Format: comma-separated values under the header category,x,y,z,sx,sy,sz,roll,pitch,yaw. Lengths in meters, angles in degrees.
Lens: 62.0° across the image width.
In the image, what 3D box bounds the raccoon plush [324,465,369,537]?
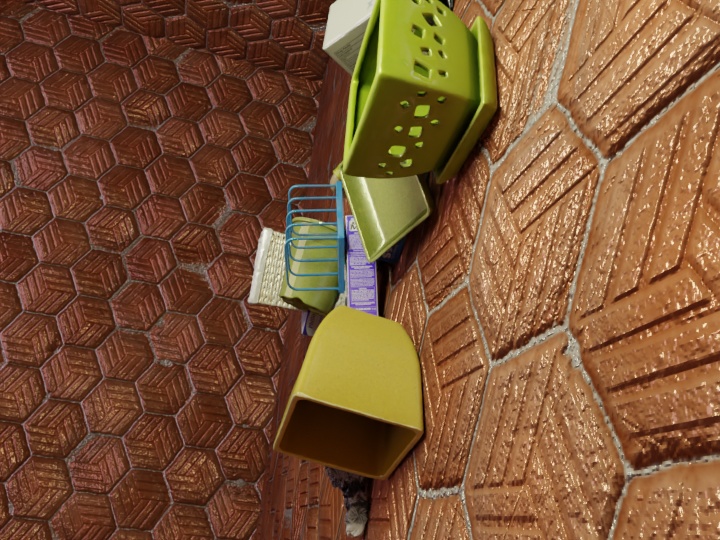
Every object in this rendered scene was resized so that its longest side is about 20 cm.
category,x,y,z,sx,sy,sz,roll,pitch,yaw
raccoon plush,-0.031,0.371,1.107,0.134,0.094,0.206,114,164,-76

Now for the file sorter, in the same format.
category,x,y,z,sx,sy,sz,roll,pitch,yaw
file sorter,-0.093,-0.070,1.246,0.202,0.119,0.141,-95,4,-50

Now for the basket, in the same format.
category,x,y,z,sx,sy,sz,roll,pitch,yaw
basket,-0.212,0.003,1.626,0.198,0.157,0.206,168,112,-78

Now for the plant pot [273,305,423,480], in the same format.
category,x,y,z,sx,sy,sz,roll,pitch,yaw
plant pot,-0.013,0.178,0.947,0.196,0.191,0.203,114,169,-48

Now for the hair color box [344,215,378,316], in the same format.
category,x,y,z,sx,sy,sz,roll,pitch,yaw
hair color box,0.000,0.000,1.210,0.109,0.063,0.206,107,162,-81

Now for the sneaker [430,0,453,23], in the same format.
category,x,y,z,sx,sy,sz,roll,pitch,yaw
sneaker,0.133,-0.481,1.124,0.104,0.058,0.205,-107,33,-76

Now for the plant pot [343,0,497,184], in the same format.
category,x,y,z,sx,sy,sz,roll,pitch,yaw
plant pot,0.085,-0.253,0.854,0.201,0.177,0.203,119,158,-56

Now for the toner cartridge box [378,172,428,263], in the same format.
category,x,y,z,sx,sy,sz,roll,pitch,yaw
toner cartridge box,0.074,-0.125,1.134,0.096,0.042,0.203,-97,21,-55

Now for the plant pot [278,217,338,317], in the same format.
category,x,y,z,sx,sy,sz,roll,pitch,yaw
plant pot,-0.107,0.002,1.445,0.200,0.196,0.188,148,143,-75

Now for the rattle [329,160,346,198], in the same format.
category,x,y,z,sx,sy,sz,roll,pitch,yaw
rattle,0.000,-0.212,1.624,0.131,0.142,0.201,-49,-16,-19

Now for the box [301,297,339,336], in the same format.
category,x,y,z,sx,sy,sz,roll,pitch,yaw
box,-0.096,0.055,1.662,0.201,0.102,0.188,-99,22,-61

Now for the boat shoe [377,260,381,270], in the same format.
category,x,y,z,sx,sy,sz,roll,pitch,yaw
boat shoe,0.033,-0.082,1.320,0.062,0.071,0.205,33,-127,-55

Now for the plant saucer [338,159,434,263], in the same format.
category,x,y,z,sx,sy,sz,roll,pitch,yaw
plant saucer,0.051,-0.145,1.051,0.199,0.047,0.205,-38,65,52

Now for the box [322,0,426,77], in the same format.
category,x,y,z,sx,sy,sz,roll,pitch,yaw
box,0.050,-0.381,1.021,0.126,0.199,0.111,-19,52,37

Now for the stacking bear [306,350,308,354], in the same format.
category,x,y,z,sx,sy,sz,roll,pitch,yaw
stacking bear,-0.021,0.220,1.138,0.199,0.111,0.125,-155,58,-67

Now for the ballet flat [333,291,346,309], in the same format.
category,x,y,z,sx,sy,sz,roll,pitch,yaw
ballet flat,-0.012,0.051,1.391,0.072,0.070,0.204,-97,19,-56
